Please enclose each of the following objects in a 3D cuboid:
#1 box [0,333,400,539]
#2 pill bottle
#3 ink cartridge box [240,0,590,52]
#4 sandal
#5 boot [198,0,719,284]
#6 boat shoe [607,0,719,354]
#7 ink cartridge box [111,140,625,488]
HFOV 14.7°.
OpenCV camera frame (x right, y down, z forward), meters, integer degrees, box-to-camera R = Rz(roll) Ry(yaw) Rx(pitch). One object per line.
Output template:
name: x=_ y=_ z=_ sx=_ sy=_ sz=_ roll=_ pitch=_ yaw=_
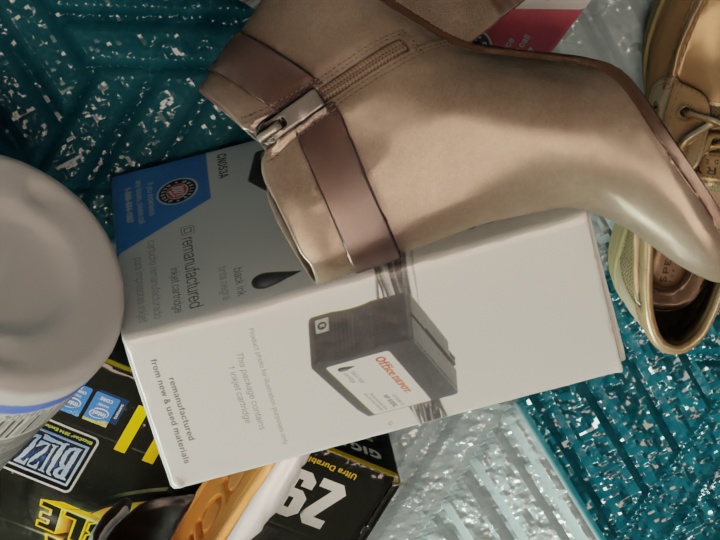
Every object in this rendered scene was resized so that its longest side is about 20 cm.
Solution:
box: x=-0.105 y=0.113 z=1.314 sx=0.200 sy=0.049 sz=0.160 roll=23 pitch=113 yaw=-19
pill bottle: x=-0.191 y=0.044 z=1.180 sx=0.114 sy=0.114 sz=0.200 roll=26 pitch=140 yaw=-20
ink cartridge box: x=0.005 y=-0.168 z=1.143 sx=0.200 sy=0.083 sz=0.147 roll=28 pitch=113 yaw=-21
sandal: x=-0.090 y=0.121 z=1.254 sx=0.059 sy=0.079 sz=0.207 roll=26 pitch=106 yaw=-18
boot: x=0.038 y=-0.042 z=1.097 sx=0.146 sy=0.070 sz=0.200 roll=-36 pitch=82 yaw=-6
boat shoe: x=0.159 y=-0.057 z=1.237 sx=0.071 sy=0.065 sz=0.200 roll=3 pitch=120 yaw=-9
ink cartridge box: x=0.000 y=0.000 z=1.204 sx=0.200 sy=0.145 sz=0.084 roll=-15 pitch=120 yaw=2
